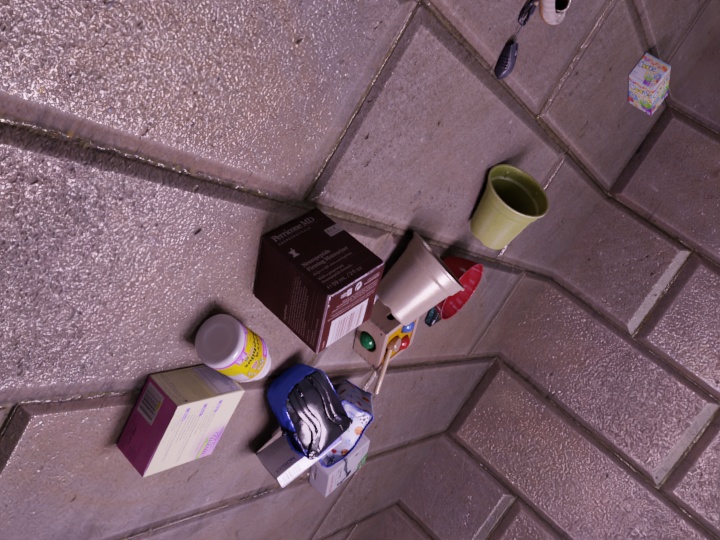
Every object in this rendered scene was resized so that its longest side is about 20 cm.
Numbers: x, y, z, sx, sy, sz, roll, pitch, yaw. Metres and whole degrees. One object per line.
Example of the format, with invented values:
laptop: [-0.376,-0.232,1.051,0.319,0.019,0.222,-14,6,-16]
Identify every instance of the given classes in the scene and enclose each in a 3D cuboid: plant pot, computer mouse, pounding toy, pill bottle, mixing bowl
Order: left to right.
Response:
pill bottle: [-0.250,0.165,1.543,0.105,0.104,0.200,-49,156,-5]
pounding toy: [0.072,0.195,2.107,0.199,0.141,0.186,-33,149,-36]
plant pot: [0.142,0.035,1.993,0.183,0.202,0.200,-42,157,8]
mixing bowl: [0.269,0.034,2.281,0.199,0.108,0.202,-39,153,-24]
plant pot: [0.416,-0.169,2.202,0.199,0.201,0.185,-28,158,-41]
computer mouse: [0.373,-0.542,1.784,0.058,0.034,0.203,-17,137,-51]

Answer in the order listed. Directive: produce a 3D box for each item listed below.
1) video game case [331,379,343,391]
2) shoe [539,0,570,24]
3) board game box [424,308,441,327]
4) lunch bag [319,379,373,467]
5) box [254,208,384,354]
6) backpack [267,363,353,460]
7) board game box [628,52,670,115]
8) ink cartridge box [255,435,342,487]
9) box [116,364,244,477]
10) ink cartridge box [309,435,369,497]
video game case: [-0.132,0.376,2.139,0.145,0.018,0.199,-58,156,12]
shoe: [0.461,-0.632,1.793,0.071,0.053,0.199,-54,156,6]
board game box: [0.285,0.079,2.466,0.134,0.028,0.203,-25,143,-46]
lunch bag: [-0.057,0.434,2.123,0.203,0.122,0.170,-61,-175,11]
box: [-0.086,0.019,1.521,0.165,0.199,0.166,-31,148,-38]
backpack: [-0.148,0.341,1.896,0.162,0.166,0.203,-40,121,-31]
board game box: [1.025,-0.660,2.696,0.104,0.104,0.200,-51,155,-1]
ink cartridge box: [-0.171,0.453,1.990,0.198,0.199,0.041,-35,116,-18]
box: [-0.361,0.295,1.531,0.199,0.096,0.178,-3,126,-58]
ink cartridge box: [-0.070,0.633,2.514,0.199,0.083,0.148,-34,149,-34]
